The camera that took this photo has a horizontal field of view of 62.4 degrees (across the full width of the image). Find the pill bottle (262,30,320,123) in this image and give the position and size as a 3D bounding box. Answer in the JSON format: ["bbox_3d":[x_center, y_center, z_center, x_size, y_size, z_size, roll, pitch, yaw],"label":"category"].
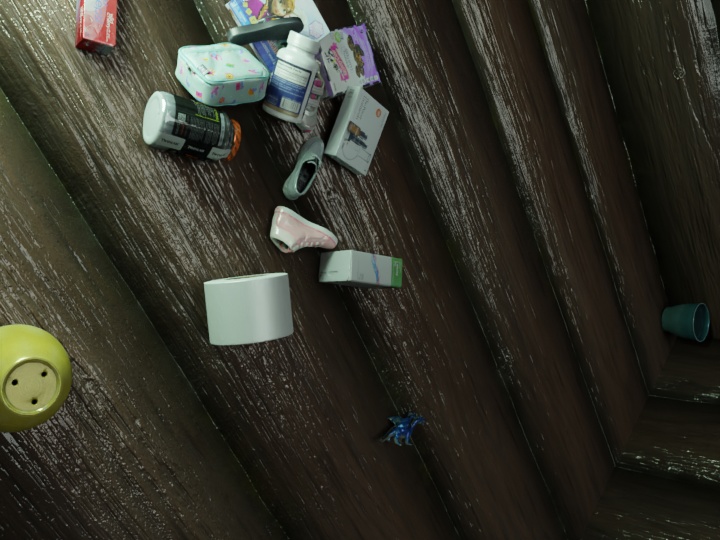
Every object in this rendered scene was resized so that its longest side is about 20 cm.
[{"bbox_3d":[-0.170,-0.488,1.499,0.109,0.111,0.204,5,115,-41],"label":"pill bottle"}]

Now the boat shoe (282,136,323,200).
[{"bbox_3d":[-0.138,-0.277,1.597,0.070,0.071,0.204,40,63,-33],"label":"boat shoe"}]

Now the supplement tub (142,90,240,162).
[{"bbox_3d":[-0.379,-0.319,1.346,0.197,0.121,0.126,9,83,-41],"label":"supplement tub"}]

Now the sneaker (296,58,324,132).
[{"bbox_3d":[-0.142,-0.477,1.590,0.080,0.087,0.206,-6,93,-41],"label":"sneaker"}]

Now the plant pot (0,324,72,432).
[{"bbox_3d":[-0.620,0.204,1.094,0.197,0.140,0.206,2,86,-42],"label":"plant pot"}]

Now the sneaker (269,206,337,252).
[{"bbox_3d":[-0.155,-0.078,1.572,0.198,0.075,0.107,28,66,-30],"label":"sneaker"}]

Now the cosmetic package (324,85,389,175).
[{"bbox_3d":[-0.008,-0.394,1.689,0.150,0.051,0.205,22,87,-53],"label":"cosmetic package"}]

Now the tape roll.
[{"bbox_3d":[-0.260,0.086,1.388,0.200,0.200,0.143,-9,95,-41],"label":"tape roll"}]

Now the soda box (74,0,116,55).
[{"bbox_3d":[-0.550,-0.564,1.239,0.069,0.063,0.206,2,86,-42],"label":"soda box"}]

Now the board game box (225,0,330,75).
[{"bbox_3d":[-0.207,-0.642,1.518,0.199,0.041,0.202,-40,116,-9],"label":"board game box"}]

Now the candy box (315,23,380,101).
[{"bbox_3d":[-0.052,-0.591,1.687,0.198,0.071,0.172,-30,108,-38],"label":"candy box"}]

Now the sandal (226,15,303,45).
[{"bbox_3d":[-0.232,-0.600,1.460,0.196,0.076,0.044,-16,84,-18],"label":"sandal"}]

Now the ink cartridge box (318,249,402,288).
[{"bbox_3d":[0.000,0.000,1.664,0.197,0.143,0.086,9,82,-41],"label":"ink cartridge box"}]

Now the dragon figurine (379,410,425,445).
[{"bbox_3d":[0.118,0.477,1.812,0.197,0.058,0.102,15,78,-41],"label":"dragon figurine"}]

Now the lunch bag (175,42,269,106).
[{"bbox_3d":[-0.326,-0.464,1.389,0.198,0.078,0.161,-22,63,-43],"label":"lunch bag"}]

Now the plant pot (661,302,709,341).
[{"bbox_3d":[1.748,0.272,3.214,0.196,0.186,0.206,-1,92,-38],"label":"plant pot"}]
